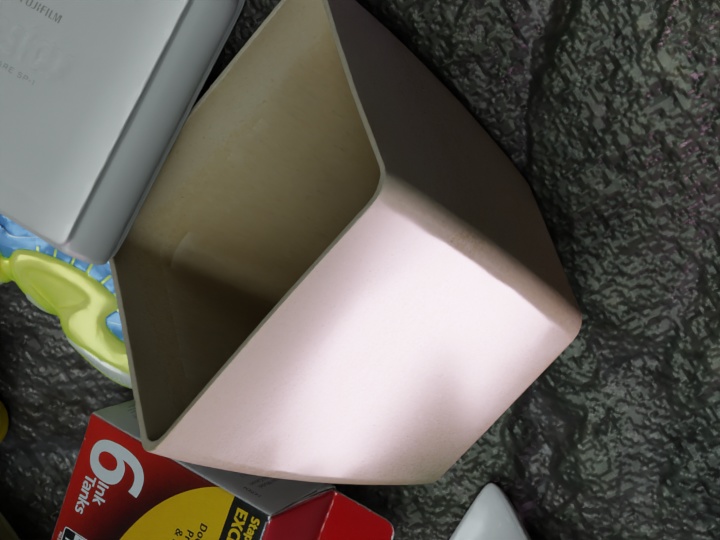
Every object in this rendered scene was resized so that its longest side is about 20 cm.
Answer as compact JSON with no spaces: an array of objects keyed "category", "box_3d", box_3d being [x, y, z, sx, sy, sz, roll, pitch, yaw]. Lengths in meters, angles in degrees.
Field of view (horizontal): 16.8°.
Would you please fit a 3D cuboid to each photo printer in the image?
[{"category":"photo printer","box_3d":[-0.161,-0.126,1.338,0.166,0.069,0.201,30,95,24]}]

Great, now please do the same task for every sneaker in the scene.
[{"category":"sneaker","box_3d":[-0.169,-0.025,1.421,0.200,0.076,0.105,38,102,-8]}]

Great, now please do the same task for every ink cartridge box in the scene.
[{"category":"ink cartridge box","box_3d":[-0.097,0.201,1.436,0.175,0.084,0.201,27,110,22]}]

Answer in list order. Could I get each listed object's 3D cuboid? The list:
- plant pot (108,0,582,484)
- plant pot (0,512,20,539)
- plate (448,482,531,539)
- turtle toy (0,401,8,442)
[{"category":"plant pot","box_3d":[0.000,0.000,1.304,0.177,0.200,0.200,27,117,-30]},{"category":"plant pot","box_3d":[-0.275,0.191,1.468,0.134,0.200,0.201,-39,96,0]},{"category":"plate","box_3d":[0.076,0.259,1.409,0.032,0.200,0.200,13,118,-33]},{"category":"turtle toy","box_3d":[-0.307,0.060,1.454,0.199,0.146,0.102,-2,87,14]}]
